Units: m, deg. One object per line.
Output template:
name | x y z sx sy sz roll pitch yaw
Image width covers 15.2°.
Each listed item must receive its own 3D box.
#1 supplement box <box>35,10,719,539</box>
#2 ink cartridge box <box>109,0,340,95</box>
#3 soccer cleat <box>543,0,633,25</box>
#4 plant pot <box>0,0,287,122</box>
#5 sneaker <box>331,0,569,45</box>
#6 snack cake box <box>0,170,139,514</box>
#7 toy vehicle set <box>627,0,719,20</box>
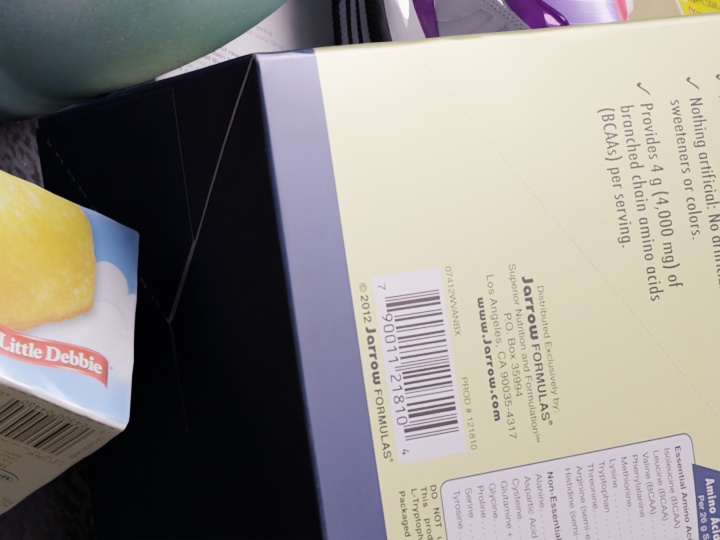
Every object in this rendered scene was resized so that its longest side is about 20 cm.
supplement box | 0.033 0.033 0.807 0.199 0.134 0.201 -8 90 -33
ink cartridge box | 0.000 0.000 0.931 0.196 0.043 0.200 24 51 -28
soccer cleat | 0.024 -0.135 0.989 0.076 0.067 0.200 -25 75 -30
plant pot | -0.062 -0.154 0.821 0.200 0.134 0.201 -7 90 -71
sneaker | 0.029 -0.154 0.937 0.087 0.074 0.201 -5 87 -16
snack cake box | -0.172 0.005 0.709 0.200 0.115 0.067 25 50 -32
toy vehicle set | 0.135 -0.092 1.097 0.200 0.026 0.125 5 61 -59
